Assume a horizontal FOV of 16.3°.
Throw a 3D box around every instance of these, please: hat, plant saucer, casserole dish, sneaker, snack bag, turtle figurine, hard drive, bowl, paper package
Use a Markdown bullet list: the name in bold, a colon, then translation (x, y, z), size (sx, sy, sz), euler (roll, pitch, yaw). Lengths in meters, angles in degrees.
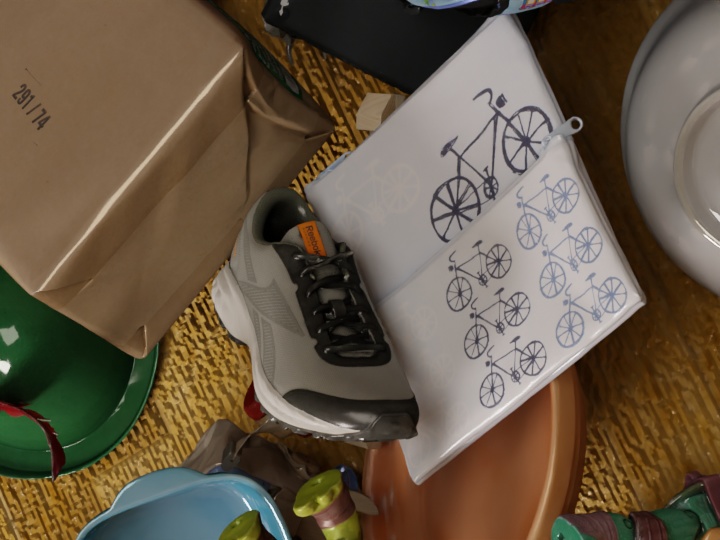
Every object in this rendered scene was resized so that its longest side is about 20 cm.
- **hat**: translation (-0.223, 0.042, 1.469), size (0.199, 0.176, 0.167), euler (-5, 86, 24)
- **plant saucer**: translation (0.064, 0.105, 1.367), size (0.200, 0.037, 0.201), euler (-36, 48, 53)
- **casserole dish**: translation (-0.084, 0.195, 1.356), size (0.120, 0.039, 0.201), euler (-18, 105, -5)
- **sneaker**: translation (-0.025, 0.026, 1.336), size (0.200, 0.074, 0.080), euler (52, 134, 50)
- **snack bag**: translation (0.054, -0.017, 1.329), size (0.188, 0.021, 0.201), euler (-42, 56, 36)
- **turtle figurine**: translation (0.191, 0.151, 1.304), size (0.101, 0.199, 0.151), euler (-135, 40, -58)
- **turtle figurine**: translation (0.007, 0.185, 1.308), size (0.199, 0.064, 0.162), euler (-25, 102, 32)
- **hard drive**: translation (0.050, -0.199, 1.403), size (0.139, 0.033, 0.201), euler (26, 99, -11)
- **bowl**: translation (0.218, -0.061, 1.296), size (0.200, 0.090, 0.203), euler (6, 107, 22)
- **paper package**: translation (-0.148, -0.084, 1.443), size (0.191, 0.103, 0.200), euler (-50, 49, 3)

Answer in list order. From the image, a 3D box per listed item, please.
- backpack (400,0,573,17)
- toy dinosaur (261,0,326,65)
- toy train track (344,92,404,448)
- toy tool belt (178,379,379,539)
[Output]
- **backpack**: translation (0.086, -0.204, 1.285), size (0.181, 0.200, 0.135), euler (-17, 105, -3)
- **toy dinosaur**: translation (-0.009, -0.228, 1.447), size (0.200, 0.102, 0.077), euler (-47, 36, -2)
- **toy train track**: translation (0.000, 0.000, 1.419), size (0.114, 0.032, 0.202), euler (10, 97, 53)
- **toy tool belt**: translation (-0.049, 0.148, 1.432), size (0.123, 0.125, 0.200), euler (33, 111, -13)
